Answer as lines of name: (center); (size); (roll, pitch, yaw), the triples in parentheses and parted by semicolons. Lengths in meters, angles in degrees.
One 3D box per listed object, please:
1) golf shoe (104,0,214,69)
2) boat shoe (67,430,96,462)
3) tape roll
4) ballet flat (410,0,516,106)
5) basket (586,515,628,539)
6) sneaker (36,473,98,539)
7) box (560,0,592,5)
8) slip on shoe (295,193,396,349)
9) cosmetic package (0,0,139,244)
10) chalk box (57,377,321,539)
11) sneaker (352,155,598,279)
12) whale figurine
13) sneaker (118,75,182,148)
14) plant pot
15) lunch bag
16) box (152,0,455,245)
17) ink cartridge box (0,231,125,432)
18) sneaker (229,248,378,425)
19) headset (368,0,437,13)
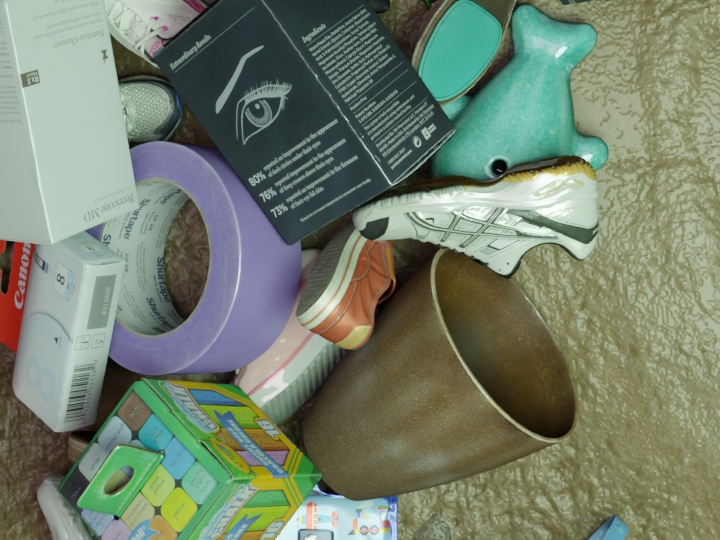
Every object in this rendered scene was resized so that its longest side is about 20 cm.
golf shoe: (-0.180, -0.221, 1.245); (0.199, 0.092, 0.073); (23, 122, -19)
boat shoe: (-0.189, 0.212, 1.343); (0.199, 0.074, 0.067); (25, 95, 8)
tape roll: (-0.153, -0.010, 1.268); (0.199, 0.085, 0.202); (-2, 87, 35)
ballet flat: (0.094, -0.222, 1.225); (0.068, 0.067, 0.201); (37, 81, -22)
basket: (0.142, 0.303, 1.231); (0.139, 0.176, 0.200); (48, 114, 7)
sneaker: (-0.264, 0.291, 1.368); (0.099, 0.078, 0.201); (-28, 89, 17)
box: (0.252, -0.283, 1.172); (0.198, 0.122, 0.107); (-6, 94, 13)
slip on shoe: (0.000, 0.000, 1.226); (0.061, 0.200, 0.074); (42, 121, -12)
cosmetic package: (-0.260, -0.132, 1.196); (0.081, 0.113, 0.202); (3, 112, 35)
chalk box: (-0.148, 0.174, 1.184); (0.124, 0.200, 0.125); (43, 103, 23)
sneaker: (0.092, -0.032, 1.154); (0.198, 0.076, 0.088); (-7, 103, 16)
whale figurine: (0.134, -0.122, 1.224); (0.158, 0.104, 0.201); (22, 98, 9)
sneaker: (-0.258, -0.127, 1.316); (0.198, 0.085, 0.078); (-14, 93, 12)
plant pot: (0.051, 0.109, 1.243); (0.200, 0.187, 0.188); (-36, 88, 28)
lunch bag: (-0.041, 0.284, 1.304); (0.149, 0.094, 0.202); (0, 90, -4)
box: (-0.047, -0.145, 1.181); (0.148, 0.104, 0.201); (-26, 102, 46)
ink cartridge box: (-0.294, 0.026, 1.298); (0.199, 0.047, 0.161); (30, 116, 38)
sneaker: (-0.077, 0.063, 1.309); (0.200, 0.075, 0.105); (-47, 68, 22)
headset: (-0.019, -0.216, 1.275); (0.199, 0.094, 0.124); (21, 96, -7)
